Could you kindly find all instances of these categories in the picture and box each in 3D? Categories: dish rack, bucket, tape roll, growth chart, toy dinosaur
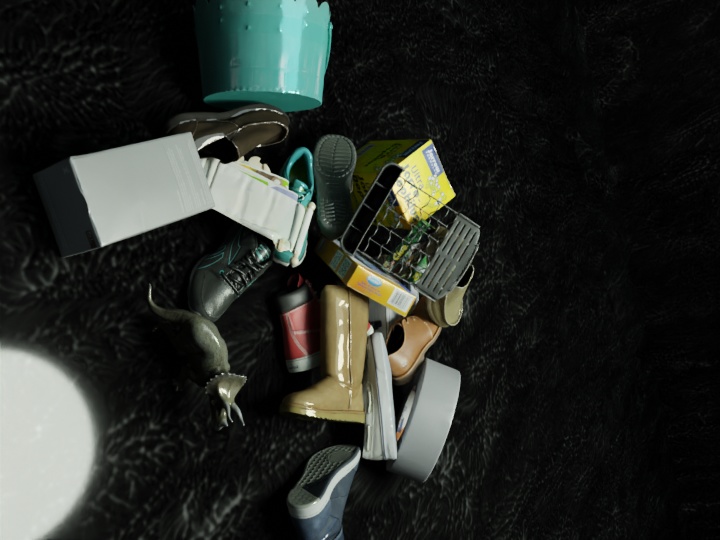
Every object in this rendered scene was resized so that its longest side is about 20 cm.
[{"bbox_3d":[0.083,-0.052,1.168,0.198,0.155,0.055,32,4,-5],"label":"dish rack"},{"bbox_3d":[-0.141,-0.310,1.093,0.206,0.204,0.138,-3,95,-55],"label":"bucket"},{"bbox_3d":[0.107,0.257,1.302,0.200,0.065,0.203,21,89,-89],"label":"tape roll"},{"bbox_3d":[-0.154,-0.106,1.082,0.198,0.018,0.146,30,45,-10],"label":"growth chart"},{"bbox_3d":[-0.205,0.099,0.967,0.077,0.101,0.203,-33,109,-54],"label":"toy dinosaur"}]

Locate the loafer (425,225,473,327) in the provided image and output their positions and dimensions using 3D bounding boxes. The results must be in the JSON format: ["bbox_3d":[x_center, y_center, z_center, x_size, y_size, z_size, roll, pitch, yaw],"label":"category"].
[{"bbox_3d":[0.151,0.021,1.268,0.076,0.067,0.202,-48,141,-34],"label":"loafer"}]

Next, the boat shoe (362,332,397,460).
[{"bbox_3d":[0.017,0.203,1.219,0.071,0.068,0.204,18,67,-82],"label":"boat shoe"}]

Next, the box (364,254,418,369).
[{"bbox_3d":[0.057,0.083,1.390,0.116,0.059,0.204,14,69,-53],"label":"box"}]

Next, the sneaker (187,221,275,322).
[{"bbox_3d":[-0.175,-0.010,1.064,0.076,0.078,0.202,54,43,-31],"label":"sneaker"}]

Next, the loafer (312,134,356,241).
[{"bbox_3d":[-0.048,-0.135,1.234,0.074,0.070,0.203,8,58,-8],"label":"loafer"}]

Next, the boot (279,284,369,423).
[{"bbox_3d":[-0.052,0.122,1.131,0.174,0.065,0.204,20,68,-53],"label":"boot"}]

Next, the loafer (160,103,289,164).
[{"bbox_3d":[-0.182,-0.182,1.071,0.198,0.073,0.072,-16,70,-34],"label":"loafer"}]

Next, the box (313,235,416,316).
[{"bbox_3d":[0.000,0.000,1.224,0.118,0.200,0.042,29,99,-27],"label":"box"}]

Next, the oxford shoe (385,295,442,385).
[{"bbox_3d":[0.091,0.102,1.323,0.072,0.071,0.201,55,42,-24],"label":"oxford shoe"}]

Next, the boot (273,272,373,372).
[{"bbox_3d":[-0.057,0.069,1.224,0.199,0.072,0.147,-14,91,-52],"label":"boot"}]

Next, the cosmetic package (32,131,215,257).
[{"bbox_3d":[-0.282,-0.096,0.927,0.199,0.089,0.109,-26,102,-52],"label":"cosmetic package"}]

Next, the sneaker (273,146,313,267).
[{"bbox_3d":[-0.108,-0.102,1.170,0.076,0.080,0.203,11,61,-15],"label":"sneaker"}]

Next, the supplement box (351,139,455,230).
[{"bbox_3d":[0.048,-0.150,1.300,0.109,0.199,0.110,-38,114,-21],"label":"supplement box"}]

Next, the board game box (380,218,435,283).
[{"bbox_3d":[0.098,-0.029,1.298,0.023,0.105,0.200,39,5,16],"label":"board game box"}]

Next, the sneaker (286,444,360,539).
[{"bbox_3d":[-0.047,0.366,1.153,0.202,0.076,0.149,-38,121,-62],"label":"sneaker"}]
